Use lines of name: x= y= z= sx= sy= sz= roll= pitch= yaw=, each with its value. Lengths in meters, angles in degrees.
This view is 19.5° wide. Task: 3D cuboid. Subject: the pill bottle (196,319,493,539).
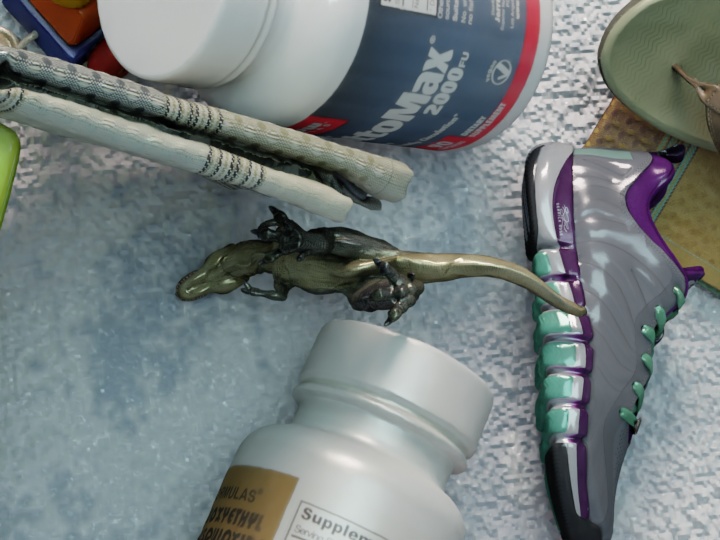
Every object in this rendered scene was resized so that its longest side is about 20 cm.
pill bottle: x=-0.016 y=0.131 z=0.951 sx=0.114 sy=0.114 sz=0.201 roll=25 pitch=73 yaw=-5

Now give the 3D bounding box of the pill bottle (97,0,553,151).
pill bottle: x=-0.017 y=-0.121 z=0.964 sx=0.199 sy=0.119 sz=0.121 roll=3 pitch=74 yaw=-45

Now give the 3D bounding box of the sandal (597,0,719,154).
sandal: x=0.208 y=-0.073 z=1.008 sx=0.200 sy=0.057 sz=0.080 roll=30 pitch=106 yaw=-1

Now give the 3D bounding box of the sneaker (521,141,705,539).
sneaker: x=0.127 y=0.034 z=1.014 sx=0.087 sy=0.074 sz=0.202 roll=-3 pitch=81 yaw=1

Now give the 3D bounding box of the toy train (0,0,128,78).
toy train: x=-0.136 y=-0.138 z=0.989 sx=0.200 sy=0.116 sz=0.085 roll=-42 pitch=87 yaw=-17

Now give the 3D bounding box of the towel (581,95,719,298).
towel: x=0.218 y=-0.048 z=1.054 sx=0.199 sy=0.022 sz=0.147 roll=31 pitch=106 yaw=-2

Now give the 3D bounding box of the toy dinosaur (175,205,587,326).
toy dinosaur: x=0.000 y=0.000 z=0.968 sx=0.198 sy=0.088 sz=0.048 roll=6 pitch=89 yaw=17

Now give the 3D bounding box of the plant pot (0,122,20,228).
plant pot: x=-0.268 y=0.021 z=0.891 sx=0.198 sy=0.182 sz=0.201 roll=20 pitch=74 yaw=-7

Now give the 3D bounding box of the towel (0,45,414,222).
towel: x=-0.097 y=-0.059 z=0.920 sx=0.199 sy=0.192 sz=0.035 roll=14 pitch=89 yaw=-25
